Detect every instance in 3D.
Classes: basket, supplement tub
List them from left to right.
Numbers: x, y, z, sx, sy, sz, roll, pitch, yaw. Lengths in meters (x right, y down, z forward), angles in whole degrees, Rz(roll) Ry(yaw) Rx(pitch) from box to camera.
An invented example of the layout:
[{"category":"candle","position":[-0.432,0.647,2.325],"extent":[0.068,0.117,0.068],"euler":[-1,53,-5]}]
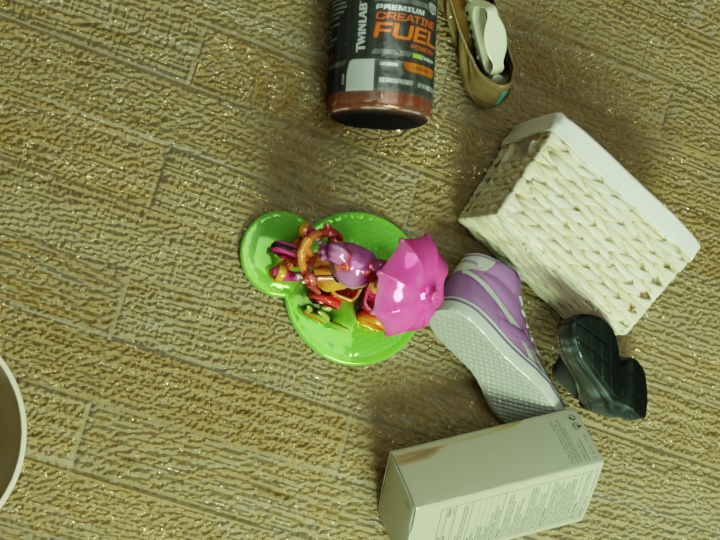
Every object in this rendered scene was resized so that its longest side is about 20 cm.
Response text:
[{"category":"supplement tub","position":[0.022,-0.243,1.482],"extent":[0.106,0.107,0.203],"euler":[4,85,-18]},{"category":"basket","position":[0.209,-0.041,1.516],"extent":[0.200,0.135,0.124],"euler":[42,79,-11]}]

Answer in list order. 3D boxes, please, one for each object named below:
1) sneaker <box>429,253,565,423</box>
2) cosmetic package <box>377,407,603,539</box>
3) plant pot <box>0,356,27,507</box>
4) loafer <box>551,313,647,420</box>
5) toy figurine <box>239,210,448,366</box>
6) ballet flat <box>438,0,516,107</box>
[{"category":"sneaker","position":[0.154,0.068,1.522],"extent":[0.201,0.072,0.115],"euler":[53,42,-27]},{"category":"cosmetic package","position":[0.123,0.208,1.475],"extent":[0.198,0.106,0.071],"euler":[-10,49,-20]},{"category":"plant pot","position":[-0.379,0.131,1.270],"extent":[0.185,0.200,0.190],"euler":[1,86,-18]},{"category":"loafer","position":[0.219,0.100,1.486],"extent":[0.200,0.071,0.074],"euler":[47,44,-53]},{"category":"toy figurine","position":[0.000,0.000,1.415],"extent":[0.198,0.184,0.152],"euler":[26,78,-14]},{"category":"ballet flat","position":[0.113,-0.264,1.531],"extent":[0.067,0.072,0.203],"euler":[-15,90,-19]}]
